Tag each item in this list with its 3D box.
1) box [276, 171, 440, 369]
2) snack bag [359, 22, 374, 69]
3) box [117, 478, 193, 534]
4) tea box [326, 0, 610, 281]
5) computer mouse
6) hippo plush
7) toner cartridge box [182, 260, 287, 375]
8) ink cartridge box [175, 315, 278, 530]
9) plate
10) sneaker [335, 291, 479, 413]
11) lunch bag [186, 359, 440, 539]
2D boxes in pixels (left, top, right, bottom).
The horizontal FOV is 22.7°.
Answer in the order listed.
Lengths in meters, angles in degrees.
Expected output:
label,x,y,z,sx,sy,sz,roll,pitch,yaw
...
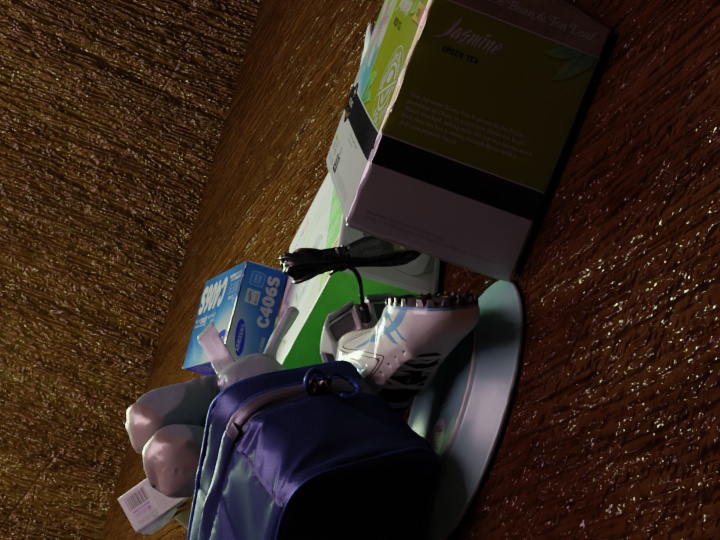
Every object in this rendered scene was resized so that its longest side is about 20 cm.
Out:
label,x,y,z,sx,sy,sz,roll,pitch,yaw
box,0.000,0.000,1.582,0.200,0.096,0.178,120,162,-50
snack bag,0.002,-0.107,1.754,0.201,0.021,0.190,97,177,-57
box,-0.133,0.175,1.665,0.199,0.042,0.039,-36,-18,7
tea box,0.072,-0.125,1.328,0.200,0.133,0.198,-112,43,-74
computer mouse,-0.002,0.046,1.393,0.044,0.109,0.201,-123,20,-44
hippo plush,-0.098,0.160,1.422,0.200,0.158,0.162,-114,15,-57
toner cartridge box,-0.123,0.051,1.732,0.200,0.043,0.096,158,126,-73
ink cartridge box,-0.118,0.153,1.777,0.200,0.075,0.165,-49,12,2
plate,0.065,0.099,1.281,0.200,0.025,0.202,-160,90,-78
sneaker,0.035,0.060,1.277,0.200,0.071,0.073,139,126,-65
lunch bag,-0.042,0.158,1.247,0.132,0.135,0.201,41,128,43
